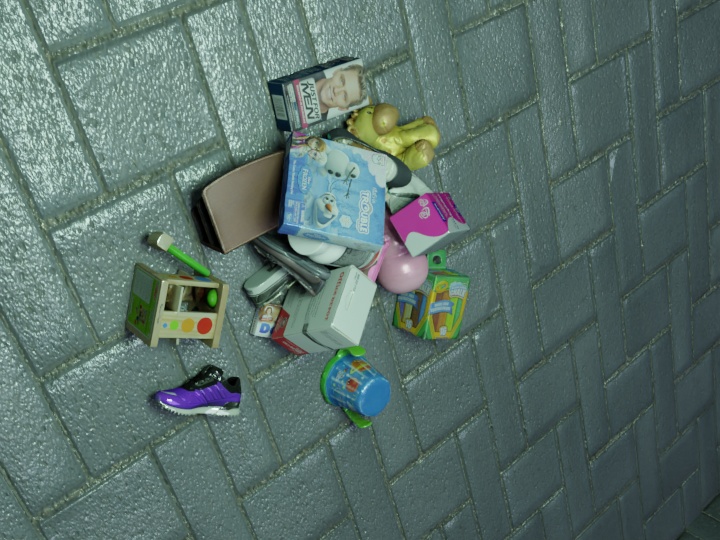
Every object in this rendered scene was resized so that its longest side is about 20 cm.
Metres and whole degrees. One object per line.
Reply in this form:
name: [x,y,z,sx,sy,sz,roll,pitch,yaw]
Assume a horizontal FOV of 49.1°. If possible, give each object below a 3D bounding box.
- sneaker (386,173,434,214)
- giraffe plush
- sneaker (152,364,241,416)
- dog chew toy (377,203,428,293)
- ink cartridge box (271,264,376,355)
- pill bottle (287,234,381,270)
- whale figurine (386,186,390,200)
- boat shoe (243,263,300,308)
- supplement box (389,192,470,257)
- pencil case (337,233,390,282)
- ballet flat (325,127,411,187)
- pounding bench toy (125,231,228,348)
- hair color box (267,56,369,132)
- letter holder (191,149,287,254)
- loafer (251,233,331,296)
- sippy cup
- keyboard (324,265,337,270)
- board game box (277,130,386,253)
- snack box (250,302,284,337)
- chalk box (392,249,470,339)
sneaker: [0.095,-0.174,1.751,0.074,0.087,0.200,-41,171,21]
giraffe plush: [0.052,-0.293,1.686,0.199,0.173,0.162,-33,118,15]
sneaker: [-0.325,0.238,1.597,0.199,0.069,0.101,13,89,-44]
dog chew toy: [0.080,-0.052,1.787,0.124,0.124,0.202,-24,104,-30]
ink cartridge box: [-0.075,0.085,1.623,0.084,0.199,0.145,37,57,-30]
pill bottle: [-0.050,-0.066,1.589,0.199,0.115,0.117,11,98,-58]
whale figurine: [-0.039,-0.175,1.614,0.159,0.198,0.105,41,47,-76]
boat shoe: [-0.152,0.003,1.656,0.199,0.071,0.064,-35,124,-16]
supplement box: [0.154,-0.102,1.722,0.102,0.103,0.200,59,21,6]
pencil case: [0.000,0.000,1.724,0.090,0.093,0.202,0,113,-57]
ballet flat: [0.016,-0.222,1.609,0.199,0.073,0.074,30,85,-8]
pounding bench toy: [-0.331,0.031,1.482,0.155,0.124,0.202,5,101,-39]
hair color box: [-0.082,-0.359,1.596,0.199,0.060,0.101,-27,120,-30]
letter holder: [-0.224,-0.145,1.528,0.199,0.100,0.143,-30,119,-28]
loafer: [-0.156,-0.018,1.581,0.063,0.199,0.072,-62,171,12]
sippy cup: [-0.002,0.269,1.816,0.140,0.130,0.178,-51,129,-12]
keyboard: [-0.057,-0.036,1.747,0.126,0.021,0.202,13,95,-40]
board game box: [-0.049,-0.148,1.490,0.197,0.043,0.202,12,64,-19]
snack box: [-0.146,0.117,1.721,0.199,0.024,0.073,13,95,-40]
chalk box: [0.174,0.052,1.889,0.124,0.124,0.202,1,104,-39]
